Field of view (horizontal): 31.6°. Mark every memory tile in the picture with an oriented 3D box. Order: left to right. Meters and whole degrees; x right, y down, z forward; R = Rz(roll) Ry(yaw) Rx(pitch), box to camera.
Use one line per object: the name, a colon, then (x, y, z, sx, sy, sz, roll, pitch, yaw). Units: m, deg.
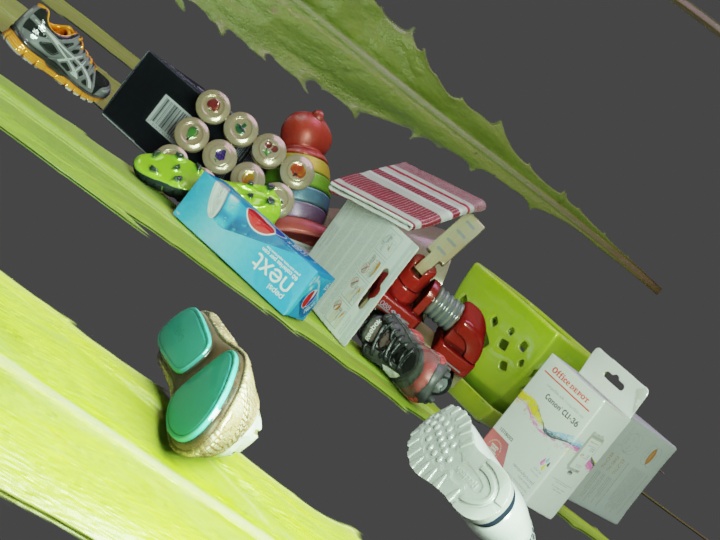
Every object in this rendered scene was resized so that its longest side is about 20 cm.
memory tile: (-0.174, -0.142, 1.754, 0.199, 0.154, 0.017, 37, -16, -2)

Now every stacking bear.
stacking bear: (-0.089, -0.138, 1.883, 0.113, 0.203, 0.121, 19, -20, -37)

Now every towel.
towel: (0.064, -0.098, 1.704, 0.143, 0.023, 0.199, 28, 25, 26)

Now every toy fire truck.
toy fire truck: (0.114, 0.037, 1.753, 0.175, 0.200, 0.129, 38, 26, -7)

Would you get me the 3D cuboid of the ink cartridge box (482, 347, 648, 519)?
ink cartridge box: (0.247, 0.187, 1.562, 0.067, 0.201, 0.116, 34, 6, -40)

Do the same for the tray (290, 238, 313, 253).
tray: (-0.073, -0.016, 1.814, 0.198, 0.022, 0.107, 20, 15, -29)

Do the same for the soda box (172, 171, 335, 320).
soda box: (-0.129, -0.030, 1.527, 0.200, 0.068, 0.064, 41, 5, 20)

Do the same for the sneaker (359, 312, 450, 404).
sneaker: (0.049, 0.105, 1.604, 0.098, 0.071, 0.200, 37, 3, -19)

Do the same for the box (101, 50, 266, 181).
box: (-0.245, -0.199, 1.901, 0.200, 0.124, 0.196, 40, 3, 19)

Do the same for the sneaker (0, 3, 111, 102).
sneaker: (-0.425, -0.311, 1.840, 0.078, 0.078, 0.200, 40, 3, 35)

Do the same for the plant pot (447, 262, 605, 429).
plant pot: (0.223, 0.138, 1.931, 0.200, 0.182, 0.199, 42, 6, 39)

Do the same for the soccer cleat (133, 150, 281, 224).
soccer cleat: (-0.200, -0.092, 1.628, 0.198, 0.081, 0.068, 18, 40, -13)

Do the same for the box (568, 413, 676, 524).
box: (0.353, 0.267, 1.886, 0.106, 0.153, 0.200, 41, 5, 40)

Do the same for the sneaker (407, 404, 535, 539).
sneaker: (0.107, 0.204, 1.230, 0.081, 0.076, 0.200, 49, 4, -28)

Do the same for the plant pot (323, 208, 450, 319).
plant pot: (0.021, -0.015, 1.994, 0.198, 0.189, 0.187, 25, 7, -6)

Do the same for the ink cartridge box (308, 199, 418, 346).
ink cartridge box: (0.000, 0.000, 1.665, 0.047, 0.161, 0.200, 33, 8, -35)

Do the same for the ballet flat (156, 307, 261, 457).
ballet flat: (-0.093, 0.082, 0.841, 0.065, 0.070, 0.200, 52, 4, -21)
